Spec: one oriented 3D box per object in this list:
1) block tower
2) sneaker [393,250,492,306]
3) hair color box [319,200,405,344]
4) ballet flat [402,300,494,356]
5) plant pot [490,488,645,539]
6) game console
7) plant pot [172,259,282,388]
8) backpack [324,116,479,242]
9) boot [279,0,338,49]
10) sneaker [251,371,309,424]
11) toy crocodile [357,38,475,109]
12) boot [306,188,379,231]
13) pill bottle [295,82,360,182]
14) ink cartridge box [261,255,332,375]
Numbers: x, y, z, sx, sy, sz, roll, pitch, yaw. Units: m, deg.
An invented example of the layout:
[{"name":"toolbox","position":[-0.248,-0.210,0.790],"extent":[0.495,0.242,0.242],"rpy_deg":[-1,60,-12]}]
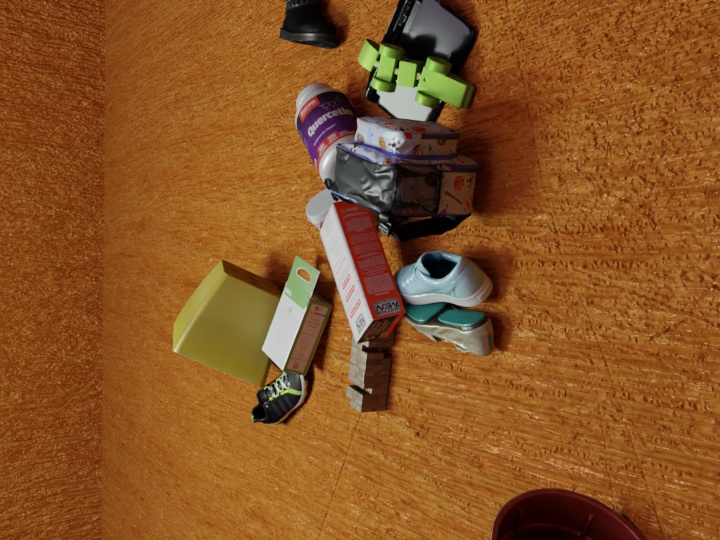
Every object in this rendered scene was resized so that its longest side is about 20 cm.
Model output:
[{"name":"block tower","position":[0.019,0.132,1.432],"extent":[0.054,0.057,0.204],"rpy_deg":[22,107,56]},{"name":"sneaker","position":[0.104,0.000,1.246],"extent":[0.198,0.082,0.074],"rpy_deg":[-1,48,52]},{"name":"hair color box","position":[0.000,0.000,1.341],"extent":[0.102,0.060,0.203],"rpy_deg":[123,133,-61]},{"name":"ballet flat","position":[0.124,0.084,1.252],"extent":[0.199,0.067,0.063],"rpy_deg":[19,134,60]},{"name":"plant pot","position":[0.219,0.394,0.977],"extent":[0.202,0.197,0.198],"rpy_deg":[55,143,44]},{"name":"game console","position":[0.094,-0.346,1.348],"extent":[0.177,0.114,0.202],"rpy_deg":[-79,13,-52]},{"name":"plant pot","position":[-0.259,0.095,1.754],"extent":[0.179,0.197,0.200],"rpy_deg":[-64,16,7]},{"name":"backpack","position":[0.072,-0.139,1.219],"extent":[0.200,0.187,0.157],"rpy_deg":[38,116,53]},{"name":"boot","position":[-0.098,-0.511,1.618],"extent":[0.210,0.078,0.161],"rpy_deg":[34,118,55]},{"name":"sneaker","position":[-0.166,0.256,1.719],"extent":[0.201,0.081,0.072],"rpy_deg":[-59,43,39]},{"name":"toy crocodile","position":[0.081,-0.294,1.276],"extent":[0.197,0.062,0.069],"rpy_deg":[24,117,20]},{"name":"boot","position":[0.011,-0.117,1.436],"extent":[0.197,0.096,0.075],"rpy_deg":[-25,45,22]},{"name":"pill bottle","position":[-0.047,-0.240,1.494],"extent":[0.202,0.111,0.114],"rpy_deg":[62,139,38]},{"name":"ink cartridge box","position":[-0.114,0.086,1.640],"extent":[0.104,0.058,0.203],"rpy_deg":[32,104,55]}]
